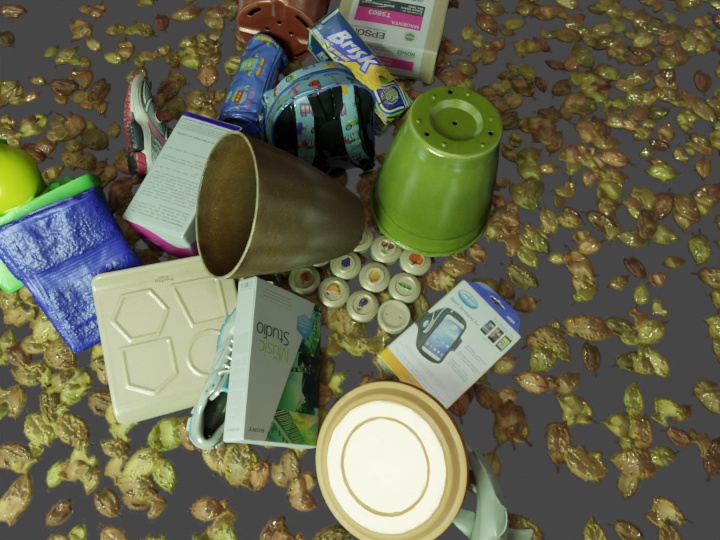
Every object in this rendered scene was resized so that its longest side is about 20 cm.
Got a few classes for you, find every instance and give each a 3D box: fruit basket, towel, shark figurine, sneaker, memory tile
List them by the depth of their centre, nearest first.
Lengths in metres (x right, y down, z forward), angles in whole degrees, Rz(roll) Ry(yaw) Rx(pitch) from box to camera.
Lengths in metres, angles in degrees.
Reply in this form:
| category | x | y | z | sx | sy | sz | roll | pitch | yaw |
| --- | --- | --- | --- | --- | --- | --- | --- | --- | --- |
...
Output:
| category | x | y | z | sx | sy | sz | roll | pitch | yaw |
| --- | --- | --- | --- | --- | --- | --- | --- | --- | --- |
| shark figurine | 0.153 | 0.282 | 0.632 | 0.127 | 0.090 | 0.216 | -9 | 69 | -7 |
| sneaker | -0.163 | 0.135 | 0.653 | 0.074 | 0.087 | 0.201 | 19 | 75 | -12 |
| towel | -0.377 | 0.006 | 0.686 | 0.147 | 0.201 | 0.050 | -28 | 27 | -12 |
| fruit basket | -0.473 | -0.095 | 0.709 | 0.214 | 0.155 | 0.217 | -3 | 97 | -21 |
| memory tile | 0.000 | 0.000 | 0.783 | 0.199 | 0.017 | 0.154 | 22 | 68 | 7 |
| sneaker | -0.355 | -0.242 | 0.851 | 0.074 | 0.081 | 0.201 | -1 | 64 | -33 |

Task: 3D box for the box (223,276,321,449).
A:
| category | x | y | z | sx | sy | sz | roll | pitch | yaw |
| --- | --- | --- | --- | --- | --- | --- | --- | --- | --- |
| box | -0.107 | 0.125 | 0.663 | 0.036 | 0.144 | 0.201 | -13 | 65 | 30 |

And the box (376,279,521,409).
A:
| category | x | y | z | sx | sy | sz | roll | pitch | yaw |
| --- | --- | --- | --- | --- | --- | --- | --- | --- | --- |
| box | 0.135 | 0.107 | 0.731 | 0.200 | 0.042 | 0.119 | -37 | 73 | -18 |

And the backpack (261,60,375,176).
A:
| category | x | y | z | sx | sy | sz | roll | pitch | yaw |
| --- | --- | --- | --- | --- | --- | --- | --- | --- | --- |
| backpack | -0.068 | -0.236 | 0.781 | 0.181 | 0.200 | 0.135 | -19 | 69 | -8 |

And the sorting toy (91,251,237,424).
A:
| category | x | y | z | sx | sy | sz | roll | pitch | yaw |
| --- | --- | --- | --- | --- | --- | --- | --- | --- | --- |
| sorting toy | -0.254 | 0.088 | 0.697 | 0.184 | 0.036 | 0.202 | -12 | 85 | -18 |

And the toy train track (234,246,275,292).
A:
| category | x | y | z | sx | sy | sz | roll | pitch | yaw |
| --- | --- | --- | --- | --- | --- | --- | --- | --- | --- |
| toy train track | -0.223 | 0.020 | 0.760 | 0.198 | 0.033 | 0.116 | 5 | 88 | 8 |

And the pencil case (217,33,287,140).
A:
| category | x | y | z | sx | sy | sz | roll | pitch | yaw |
| --- | --- | --- | --- | --- | --- | --- | --- | --- | --- |
| pencil case | -0.182 | -0.311 | 0.874 | 0.086 | 0.078 | 0.201 | -2 | 64 | 30 |

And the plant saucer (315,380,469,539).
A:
| category | x | y | z | sx | sy | sz | roll | pitch | yaw |
| --- | --- | --- | --- | --- | --- | --- | --- | --- | --- |
| plant saucer | 0.034 | 0.240 | 0.630 | 0.199 | 0.032 | 0.202 | -3 | 80 | 20 |

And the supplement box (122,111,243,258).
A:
| category | x | y | z | sx | sy | sz | roll | pitch | yaw |
| --- | --- | --- | --- | --- | --- | --- | --- | --- | --- |
| supplement box | -0.259 | -0.127 | 0.784 | 0.103 | 0.101 | 0.201 | 17 | 67 | 6 |

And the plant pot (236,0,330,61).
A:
| category | x | y | z | sx | sy | sz | roll | pitch | yaw |
| --- | --- | --- | --- | --- | --- | --- | --- | --- | --- |
| plant pot | -0.133 | -0.506 | 0.909 | 0.199 | 0.201 | 0.197 | 6 | 75 | 1 |

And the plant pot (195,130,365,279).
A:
| category | x | y | z | sx | sy | sz | roll | pitch | yaw |
| --- | --- | --- | --- | --- | --- | --- | --- | --- | --- |
| plant pot | -0.098 | -0.077 | 0.702 | 0.199 | 0.187 | 0.188 | 4 | 61 | -39 |

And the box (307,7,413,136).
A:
| category | x | y | z | sx | sy | sz | roll | pitch | yaw |
| --- | --- | --- | --- | --- | --- | --- | --- | --- | --- |
| box | -0.003 | -0.332 | 0.855 | 0.064 | 0.070 | 0.200 | -41 | 94 | -8 |

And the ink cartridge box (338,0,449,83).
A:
| category | x | y | z | sx | sy | sz | roll | pitch | yaw |
| --- | --- | --- | --- | --- | --- | --- | --- | --- | --- |
| ink cartridge box | 0.056 | -0.452 | 0.944 | 0.198 | 0.075 | 0.166 | 11 | 66 | 3 |

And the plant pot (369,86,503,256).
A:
| category | x | y | z | sx | sy | sz | roll | pitch | yaw |
| --- | --- | --- | --- | --- | --- | --- | --- | --- | --- |
| plant pot | 0.120 | -0.154 | 0.747 | 0.199 | 0.193 | 0.202 | 2 | 63 | -3 |
